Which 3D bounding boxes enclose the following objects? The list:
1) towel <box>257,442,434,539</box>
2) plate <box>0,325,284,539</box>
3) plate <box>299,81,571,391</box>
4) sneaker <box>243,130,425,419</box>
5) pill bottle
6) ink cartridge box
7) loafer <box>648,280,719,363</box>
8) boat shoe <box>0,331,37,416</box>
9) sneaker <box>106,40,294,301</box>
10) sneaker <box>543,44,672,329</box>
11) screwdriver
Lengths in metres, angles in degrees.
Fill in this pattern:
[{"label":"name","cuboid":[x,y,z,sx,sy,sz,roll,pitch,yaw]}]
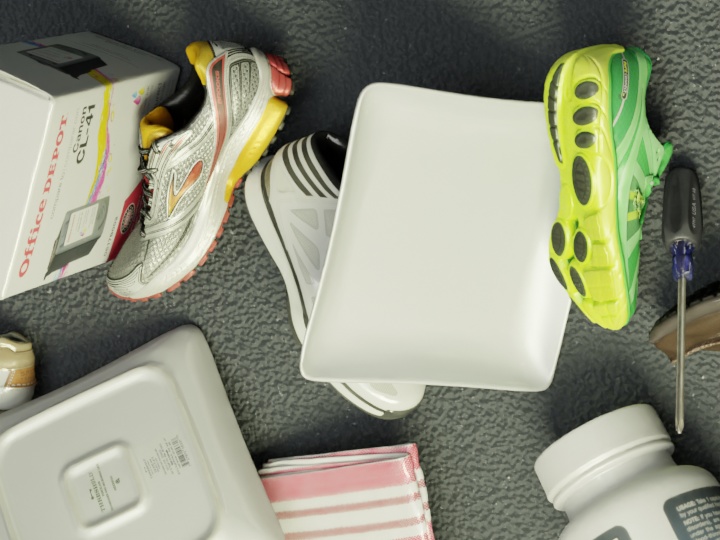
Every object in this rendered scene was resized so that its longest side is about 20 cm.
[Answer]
[{"label":"towel","cuboid":[0.004,0.222,1.693,0.146,0.030,0.201,-10,94,40]},{"label":"plate","cuboid":[-0.173,0.155,1.694,0.199,0.032,0.200,-25,62,3]},{"label":"plate","cuboid":[0.059,-0.022,1.599,0.032,0.199,0.201,36,118,55]},{"label":"sneaker","cuboid":[0.000,0.000,1.632,0.201,0.075,0.115,62,148,2]},{"label":"pill bottle","cuboid":[0.196,0.195,1.586,0.119,0.119,0.201,-34,69,22]},{"label":"ink cartridge box","cuboid":[-0.212,-0.074,1.650,0.085,0.200,0.149,21,107,15]},{"label":"loafer","cuboid":[0.281,0.031,1.565,0.199,0.073,0.071,-16,95,22]},{"label":"boat shoe","cuboid":[-0.330,0.059,1.789,0.199,0.075,0.069,13,103,6]},{"label":"sneaker","cuboid":[-0.126,-0.071,1.674,0.082,0.078,0.201,21,106,-27]},{"label":"sneaker","cuboid":[0.168,-0.051,1.585,0.074,0.083,0.201,34,135,49]},{"label":"screwdriver","cuboid":[0.205,0.020,1.550,0.028,0.029,0.201,-13,55,24]}]
